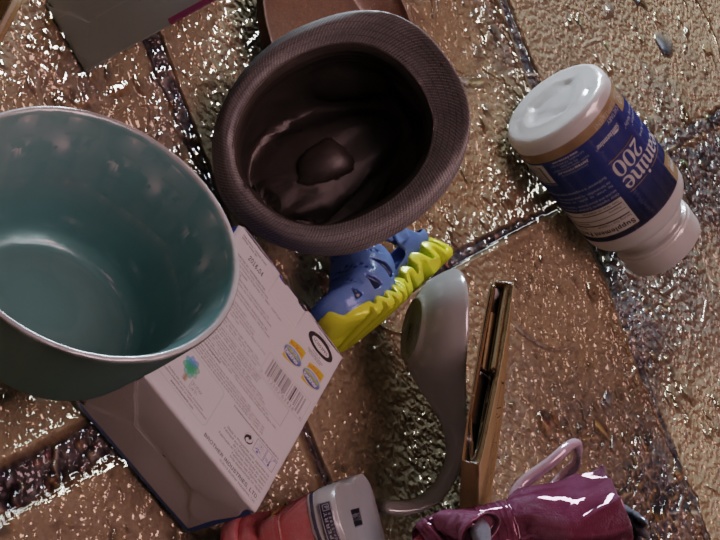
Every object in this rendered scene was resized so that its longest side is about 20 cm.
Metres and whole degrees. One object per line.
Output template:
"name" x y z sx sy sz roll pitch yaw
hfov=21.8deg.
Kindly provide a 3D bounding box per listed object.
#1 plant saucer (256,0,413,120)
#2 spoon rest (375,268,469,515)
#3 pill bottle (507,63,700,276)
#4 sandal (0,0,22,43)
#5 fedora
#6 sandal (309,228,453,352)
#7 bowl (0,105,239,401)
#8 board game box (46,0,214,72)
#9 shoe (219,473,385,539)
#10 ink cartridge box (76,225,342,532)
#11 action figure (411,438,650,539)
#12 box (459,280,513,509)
"plant saucer" -0.024 -0.193 1.567 0.200 0.037 0.201 24 56 -43
"spoon rest" 0.058 0.097 1.478 0.060 0.099 0.201 13 83 -14
"pill bottle" 0.238 -0.090 1.783 0.200 0.111 0.111 48 43 -27
"sandal" -0.260 -0.198 1.268 0.070 0.078 0.212 31 44 -15
"fedora" -0.017 -0.096 1.443 0.200 0.090 0.177 -40 81 -9
"sandal" 0.000 0.000 1.480 0.087 0.079 0.200 50 26 -2
"bowl" -0.189 0.003 1.196 0.200 0.105 0.201 18 46 -20
"board game box" -0.114 -0.232 1.382 0.064 0.147 0.200 60 40 -12
"shoe" -0.039 0.193 1.362 0.200 0.091 0.072 36 38 -77
"ink cartridge box" -0.097 0.065 1.336 0.137 0.076 0.200 54 42 -22
"action figure" 0.102 0.188 1.369 0.199 0.134 0.149 -6 50 -16
"box" 0.099 0.129 1.497 0.200 0.021 0.164 88 12 -57
